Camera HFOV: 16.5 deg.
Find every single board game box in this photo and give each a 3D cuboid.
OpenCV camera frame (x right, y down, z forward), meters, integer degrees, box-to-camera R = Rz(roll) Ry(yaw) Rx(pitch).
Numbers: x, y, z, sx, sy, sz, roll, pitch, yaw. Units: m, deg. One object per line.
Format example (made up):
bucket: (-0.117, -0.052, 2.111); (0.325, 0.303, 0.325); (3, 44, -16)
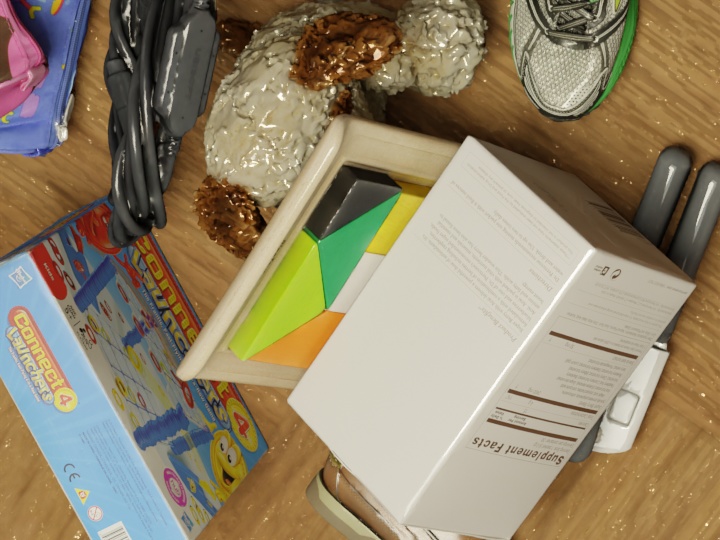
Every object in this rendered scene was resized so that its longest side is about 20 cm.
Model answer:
board game box: (-0.148, 0.064, 1.529); (0.056, 0.196, 0.200); (-26, 97, 16)

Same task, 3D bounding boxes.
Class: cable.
cable: (-0.133, -0.112, 1.508); (0.051, 0.163, 0.200); (5, 110, -19)

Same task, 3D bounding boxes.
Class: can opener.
can opener: (0.170, 0.025, 1.516); (0.053, 0.067, 0.200); (22, 107, 6)

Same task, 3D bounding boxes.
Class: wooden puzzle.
wooden puzzle: (0.000, 0.000, 1.483); (0.037, 0.200, 0.185); (43, 110, 30)

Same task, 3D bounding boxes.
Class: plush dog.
plush dog: (-0.036, -0.098, 1.477); (0.160, 0.172, 0.200); (32, 108, 4)

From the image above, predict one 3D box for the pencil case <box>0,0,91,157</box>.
pencil case: (-0.204, -0.164, 1.548); (0.087, 0.078, 0.200); (19, 106, 9)

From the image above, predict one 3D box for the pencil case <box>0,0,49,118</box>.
pencil case: (-0.251, -0.183, 1.480); (0.094, 0.091, 0.200); (-24, 87, 15)

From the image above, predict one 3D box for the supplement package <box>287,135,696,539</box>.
supplement package: (0.076, 0.043, 1.474); (0.121, 0.120, 0.200); (45, 108, 35)

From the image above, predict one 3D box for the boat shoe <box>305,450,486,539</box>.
boat shoe: (0.061, 0.172, 1.573); (0.200, 0.072, 0.068); (35, 109, 2)

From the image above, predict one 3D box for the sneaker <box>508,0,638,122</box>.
sneaker: (0.126, -0.185, 1.468); (0.078, 0.085, 0.200); (8, 105, 10)
